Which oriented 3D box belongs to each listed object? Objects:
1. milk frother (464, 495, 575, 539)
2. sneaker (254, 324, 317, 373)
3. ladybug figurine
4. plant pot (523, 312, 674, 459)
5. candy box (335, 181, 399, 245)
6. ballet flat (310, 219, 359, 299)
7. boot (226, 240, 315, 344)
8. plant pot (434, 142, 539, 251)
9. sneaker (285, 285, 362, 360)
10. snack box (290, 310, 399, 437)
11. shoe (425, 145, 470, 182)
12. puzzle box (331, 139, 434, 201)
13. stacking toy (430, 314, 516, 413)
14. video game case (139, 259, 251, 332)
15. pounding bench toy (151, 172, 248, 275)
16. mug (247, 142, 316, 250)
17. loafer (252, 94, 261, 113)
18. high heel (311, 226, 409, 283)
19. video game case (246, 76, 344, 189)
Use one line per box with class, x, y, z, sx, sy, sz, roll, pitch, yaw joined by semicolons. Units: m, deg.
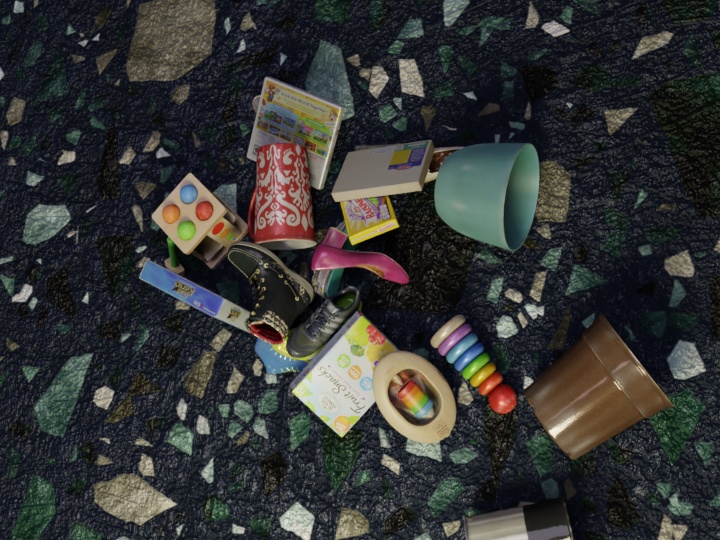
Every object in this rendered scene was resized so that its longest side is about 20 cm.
milk frother;0.282;0.497;1.401;0.185;0.200;0.184;-15;77;12
sneaker;-0.132;0.178;1.673;0.198;0.076;0.106;33;116;11
ladybug figurine;0.100;0.240;1.557;0.135;0.072;0.201;-40;96;-7
plant pot;0.409;0.214;1.448;0.197;0.200;0.202;-39;70;12
candy box;0.011;-0.136;1.666;0.101;0.027;0.201;-23;40;7
ballet flat;-0.051;-0.042;1.697;0.071;0.072;0.203;22;82;19
boot;-0.200;0.042;1.628;0.202;0.074;0.155;34;44;-5
plant pot;0.238;-0.153;1.579;0.159;0.200;0.204;13;80;28
sneaker;-0.072;0.096;1.619;0.074;0.081;0.200;37;61;18
snack box;-0.020;0.201;1.599;0.142;0.053;0.200;44;91;-14
shoe;0.162;-0.226;1.686;0.196;0.053;0.071;-7;75;14
puzzle box;0.047;-0.203;1.675;0.197;0.026;0.134;-4;44;27
stacking toy;0.225;0.184;1.562;0.085;0.085;0.201;-41;76;2
video game case;-0.329;0.056;1.687;0.198;0.181;0.046;25;85;20
pounding bench toy;-0.366;-0.077;1.743;0.124;0.156;0.200;42;90;20
mug;-0.180;-0.151;1.709;0.174;0.133;0.204;-5;83;20
loafer;-0.154;-0.359;1.802;0.197;0.063;0.073;18;81;19
high heel;0.000;0.000;1.638;0.198;0.067;0.097;31;73;-14
video game case;-0.143;-0.297;1.765;0.198;0.023;0.185;25;112;20
